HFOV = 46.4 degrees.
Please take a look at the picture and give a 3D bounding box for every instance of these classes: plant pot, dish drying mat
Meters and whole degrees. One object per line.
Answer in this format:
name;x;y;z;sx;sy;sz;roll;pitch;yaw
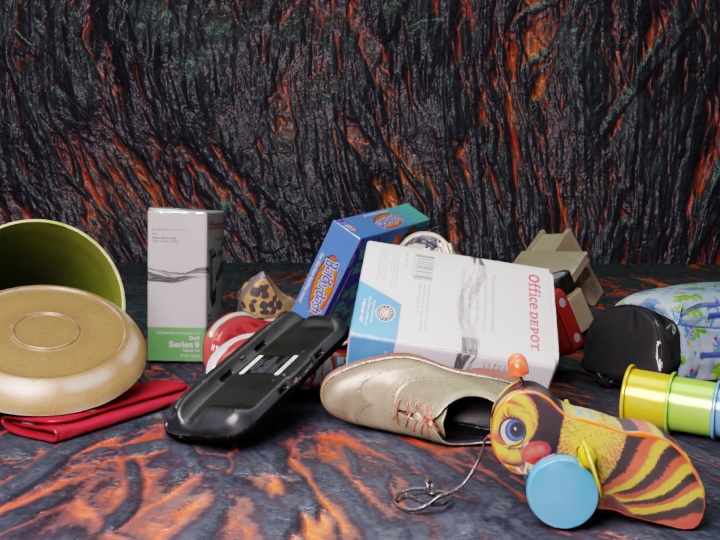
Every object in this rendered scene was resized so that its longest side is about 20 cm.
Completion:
plant pot;-0.392;0.054;0.995;0.185;0.189;0.200;-2;-9;-28
dish drying mat;-0.251;0.134;0.834;0.076;0.018;0.200;2;5;27
plant pot;-0.310;0.067;0.825;0.198;0.028;0.201;11;28;-6

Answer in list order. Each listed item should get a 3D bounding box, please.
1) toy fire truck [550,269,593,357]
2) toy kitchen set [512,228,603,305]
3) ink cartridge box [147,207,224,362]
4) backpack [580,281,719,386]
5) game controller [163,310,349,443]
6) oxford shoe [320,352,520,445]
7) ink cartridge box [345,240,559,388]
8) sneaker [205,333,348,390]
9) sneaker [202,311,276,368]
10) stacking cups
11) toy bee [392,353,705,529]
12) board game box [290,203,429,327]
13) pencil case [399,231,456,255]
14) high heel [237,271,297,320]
toy fire truck;0.166;0.076;1.051;0.199;0.130;0.175;-30;9;-36
toy kitchen set;0.413;0.045;1.691;0.162;0.181;0.200;1;43;52
ink cartridge box;-0.240;0.015;1.162;0.083;0.202;0.146;1;5;0
backpack;0.384;0.077;0.971;0.198;0.155;0.163;12;-5;-14
game controller;-0.093;0.097;0.788;0.103;0.043;0.200;5;29;31
oxford shoe;0.056;0.118;0.754;0.198;0.071;0.075;-1;11;11
ink cartridge box;0.092;0.058;0.857;0.198;0.084;0.146;9;40;3
sneaker;-0.060;0.104;0.898;0.112;0.072;0.199;0;1;43
sneaker;-0.096;0.090;1.036;0.114;0.079;0.199;2;6;30
stacking cups;0.336;0.132;0.746;0.198;0.061;0.060;9;8;31
toy bee;0.129;0.114;0.563;0.198;0.110;0.131;-1;6;-13
board game box;0.000;0.000;1.052;0.045;0.153;0.200;34;24;18
pencil case;0.098;0.008;1.112;0.089;0.078;0.200;-26;-17;5
high heel;-0.082;0.045;1.172;0.198;0.143;0.072;-13;51;-32
